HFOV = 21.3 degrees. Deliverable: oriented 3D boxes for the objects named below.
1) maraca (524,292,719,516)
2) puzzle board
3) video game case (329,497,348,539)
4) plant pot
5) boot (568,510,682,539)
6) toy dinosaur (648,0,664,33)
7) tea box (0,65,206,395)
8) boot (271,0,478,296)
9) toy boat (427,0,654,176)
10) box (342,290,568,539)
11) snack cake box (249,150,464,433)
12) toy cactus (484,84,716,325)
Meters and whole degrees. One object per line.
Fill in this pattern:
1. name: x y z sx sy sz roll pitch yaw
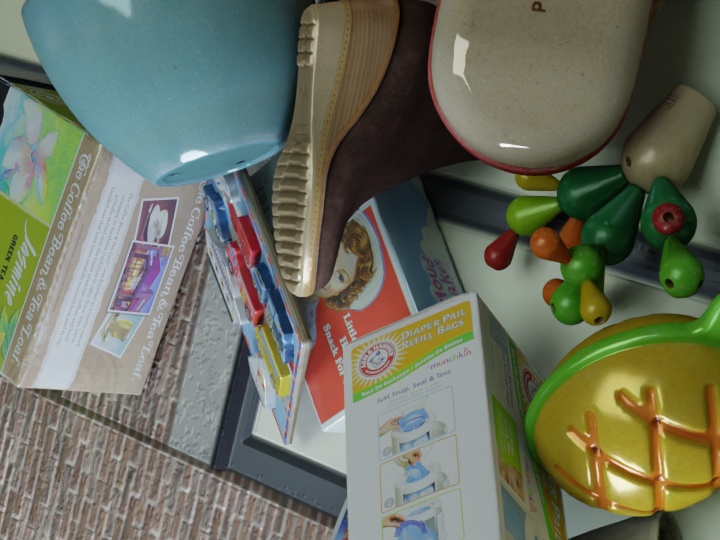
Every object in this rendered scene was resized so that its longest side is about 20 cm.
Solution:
1. maraca: 0.190 0.077 1.137 0.199 0.137 0.108 -32 38 26
2. puzzle board: -0.081 0.007 1.382 0.151 0.017 0.201 103 149 -57
3. video game case: 0.010 0.263 1.294 0.142 0.018 0.202 11 74 41
4. plant pot: -0.113 -0.135 1.283 0.199 0.199 0.136 -22 82 37
5. boot: 0.108 0.247 1.186 0.198 0.073 0.184 -9 63 22
6. toy dinosaur: 0.202 -0.224 1.211 0.101 0.058 0.202 -161 72 -65
7. tea box: -0.242 -0.035 1.513 0.196 0.133 0.202 29 104 39
8. boot: 0.032 -0.077 1.263 0.072 0.165 0.202 -148 64 -65
9. toy boat: 0.117 -0.156 1.195 0.129 0.131 0.202 11 81 12
10. box: 0.059 0.131 1.187 0.101 0.113 0.201 -23 42 20
11. snack cake box: 0.000 0.000 1.344 0.115 0.067 0.202 -35 63 32
12. toy cactus: 0.157 -0.045 1.192 0.166 0.102 0.200 -56 19 -6
